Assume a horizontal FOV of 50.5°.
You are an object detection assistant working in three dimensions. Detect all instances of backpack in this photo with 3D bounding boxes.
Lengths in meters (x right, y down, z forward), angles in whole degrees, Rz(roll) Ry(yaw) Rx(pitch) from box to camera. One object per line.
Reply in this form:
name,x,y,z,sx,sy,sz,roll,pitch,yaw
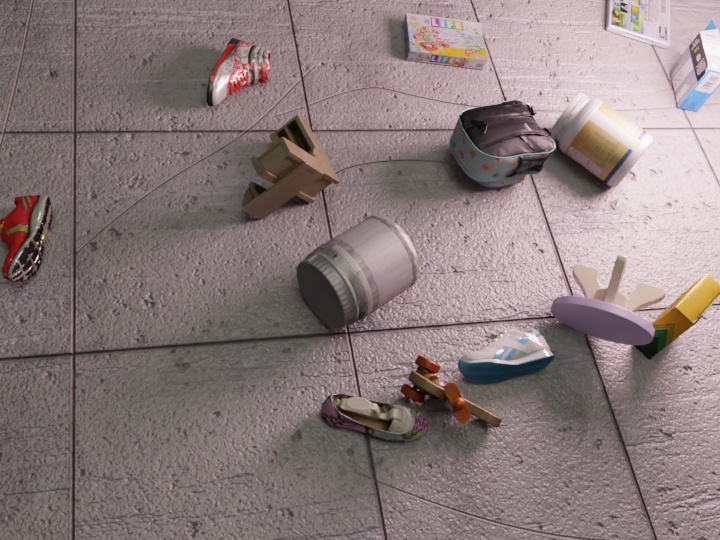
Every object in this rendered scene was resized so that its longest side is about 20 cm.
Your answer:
backpack,0.298,-0.277,1.692,0.200,0.153,0.176,-9,60,-29

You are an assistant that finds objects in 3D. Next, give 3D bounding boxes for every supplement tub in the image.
supplement tub,0.555,-0.305,1.773,0.200,0.145,0.145,39,59,11

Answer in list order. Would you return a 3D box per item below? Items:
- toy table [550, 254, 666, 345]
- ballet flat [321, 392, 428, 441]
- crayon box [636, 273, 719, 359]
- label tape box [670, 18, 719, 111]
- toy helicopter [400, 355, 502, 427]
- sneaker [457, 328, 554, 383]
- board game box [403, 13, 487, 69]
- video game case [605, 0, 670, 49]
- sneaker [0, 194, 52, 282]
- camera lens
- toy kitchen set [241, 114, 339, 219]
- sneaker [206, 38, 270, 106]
toy table,0.500,0.060,1.536,0.200,0.184,0.117,23,67,13
ballet flat,0.030,0.258,1.363,0.200,0.071,0.069,13,57,-6
crayon box,0.645,0.087,1.531,0.127,0.200,0.051,-36,73,-29
label tape box,0.873,-0.538,1.985,0.066,0.143,0.200,7,59,-10
toy helicopter,0.178,0.235,1.388,0.200,0.132,0.079,29,86,-15
sneaker,0.273,0.163,1.481,0.200,0.077,0.081,-6,53,-23
board game box,0.211,-0.575,1.917,0.200,0.034,0.135,3,59,-11
video game case,0.780,-0.718,2.143,0.182,0.022,0.200,16,59,-4
sneaker,-0.628,-0.058,1.402,0.085,0.077,0.200,4,49,-5
camera lens,0.000,0.000,1.455,0.200,0.160,0.160,-32,72,-27
toy kitchen set,-0.185,-0.224,1.553,0.163,0.200,0.181,-35,66,16
sneaker,-0.265,-0.435,1.704,0.108,0.067,0.202,16,55,-1
